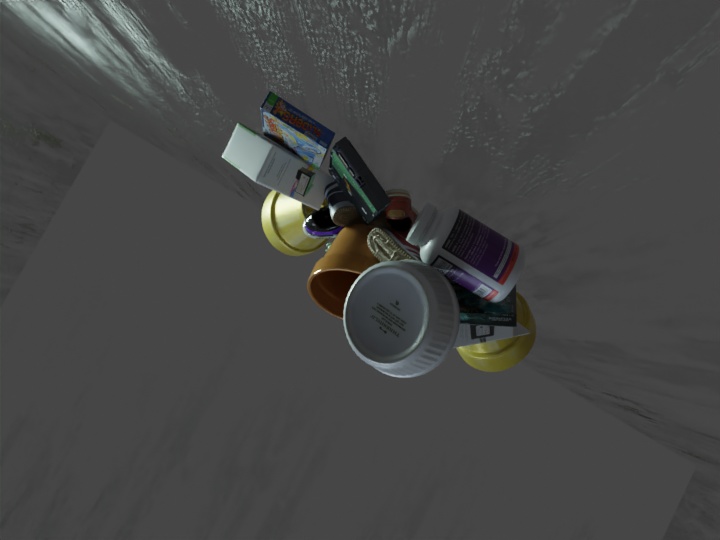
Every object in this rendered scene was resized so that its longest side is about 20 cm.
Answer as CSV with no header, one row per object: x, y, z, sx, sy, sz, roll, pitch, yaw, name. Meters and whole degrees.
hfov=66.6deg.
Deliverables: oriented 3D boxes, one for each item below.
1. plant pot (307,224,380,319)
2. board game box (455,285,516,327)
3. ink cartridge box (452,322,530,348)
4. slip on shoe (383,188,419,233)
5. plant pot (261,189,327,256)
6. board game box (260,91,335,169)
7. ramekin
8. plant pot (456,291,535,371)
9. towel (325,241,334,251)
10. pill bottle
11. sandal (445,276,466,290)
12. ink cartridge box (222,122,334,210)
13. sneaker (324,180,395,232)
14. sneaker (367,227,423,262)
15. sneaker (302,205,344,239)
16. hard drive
0.000,0.000,1.146,0.195,0.142,0.202,12,148,7,plant pot
0.230,0.053,1.047,0.132,0.029,0.200,1,-161,15,board game box
0.226,0.091,1.091,0.195,0.068,0.116,-9,-163,-12,ink cartridge box
0.081,-0.105,1.114,0.072,0.063,0.200,0,168,10,slip on shoe
-0.140,-0.151,1.454,0.199,0.204,0.188,31,160,-25,plant pot
-0.120,-0.257,1.031,0.134,0.035,0.200,31,176,-7,board game box
0.061,0.076,0.920,0.200,0.206,0.094,27,-177,28,ramekin
0.290,0.098,1.273,0.199,0.202,0.190,25,158,45,plant pot
0.033,-0.067,1.272,0.195,0.024,0.152,-5,-173,21,towel
0.183,-0.036,0.968,0.197,0.114,0.112,31,176,-2,pill bottle
0.197,-0.001,1.083,0.079,0.058,0.201,37,-152,9,sandal
-0.173,-0.221,1.182,0.144,0.085,0.198,36,-170,36,ink cartridge box
0.010,-0.146,1.205,0.196,0.071,0.110,5,-137,-34,sneaker
0.107,-0.005,1.040,0.111,0.072,0.201,2,-137,-49,sneaker
-0.033,-0.120,1.264,0.195,0.071,0.100,-12,169,-13,sneaker
-0.005,-0.160,1.025,0.141,0.038,0.200,54,176,0,hard drive
